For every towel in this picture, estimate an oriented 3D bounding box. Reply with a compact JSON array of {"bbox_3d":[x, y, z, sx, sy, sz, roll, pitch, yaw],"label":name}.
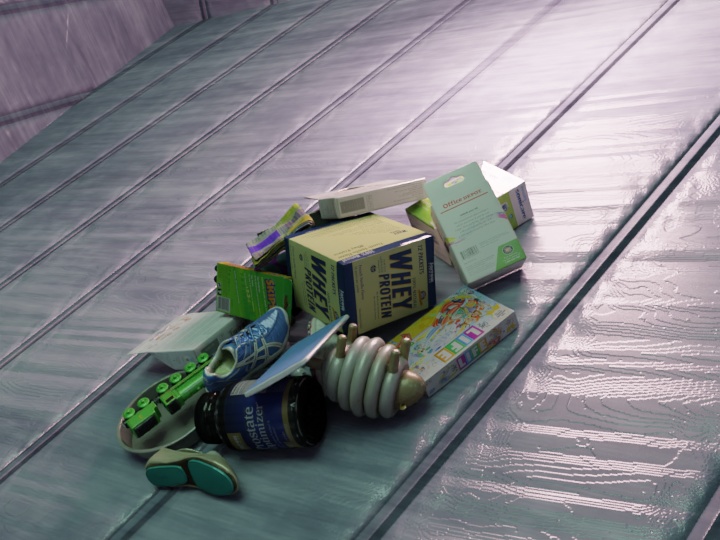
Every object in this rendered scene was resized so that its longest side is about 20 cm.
[{"bbox_3d":[-0.159,-0.069,1.667,0.143,0.023,0.200,-39,18,0],"label":"towel"}]

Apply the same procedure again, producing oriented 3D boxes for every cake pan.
[{"bbox_3d":[-0.336,0.258,1.529,0.198,0.037,0.201,-17,32,11],"label":"cake pan"}]

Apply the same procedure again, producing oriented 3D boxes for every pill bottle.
[{"bbox_3d":[-0.162,0.231,1.383,0.198,0.113,0.112,-9,34,24],"label":"pill bottle"}]

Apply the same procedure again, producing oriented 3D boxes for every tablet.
[{"bbox_3d":[-0.097,0.133,1.364,0.130,0.014,0.200,-32,6,25],"label":"tablet"}]

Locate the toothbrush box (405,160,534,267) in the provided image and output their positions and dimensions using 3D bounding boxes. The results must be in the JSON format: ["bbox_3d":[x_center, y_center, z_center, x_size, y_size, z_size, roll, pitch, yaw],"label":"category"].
[{"bbox_3d":[0.211,-0.113,1.675,0.199,0.087,0.146,-30,32,-12],"label":"toothbrush box"}]

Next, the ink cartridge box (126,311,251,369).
[{"bbox_3d":[-0.334,0.137,1.679,0.198,0.048,0.160,-8,22,36],"label":"ink cartridge box"}]

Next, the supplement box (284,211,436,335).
[{"bbox_3d":[0.000,0.000,1.546,0.199,0.136,0.199,-19,25,-31],"label":"supplement box"}]

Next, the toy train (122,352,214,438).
[{"bbox_3d":[-0.327,0.218,1.511,0.199,0.042,0.056,-37,44,-21],"label":"toy train"}]

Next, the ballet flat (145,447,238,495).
[{"bbox_3d":[-0.260,0.313,1.377,0.198,0.070,0.070,-1,38,32],"label":"ballet flat"}]

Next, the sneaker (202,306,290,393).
[{"bbox_3d":[-0.195,0.139,1.491,0.075,0.077,0.200,28,66,26],"label":"sneaker"}]

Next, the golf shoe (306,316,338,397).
[{"bbox_3d":[-0.046,0.147,1.486,0.090,0.076,0.201,-7,34,-3],"label":"golf shoe"}]

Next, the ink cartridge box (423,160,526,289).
[{"bbox_3d":[0.200,-0.080,1.538,0.116,0.067,0.202,-23,75,-1],"label":"ink cartridge box"}]

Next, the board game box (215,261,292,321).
[{"bbox_3d":[-0.196,0.046,1.608,0.199,0.097,0.030,12,14,40],"label":"board game box"}]

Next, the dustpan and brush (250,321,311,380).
[{"bbox_3d":[-0.162,0.161,1.556,0.199,0.058,0.140,6,43,49],"label":"dustpan and brush"}]

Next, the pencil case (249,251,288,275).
[{"bbox_3d":[-0.125,-0.014,1.750,0.198,0.085,0.093,-26,44,-4],"label":"pencil case"}]

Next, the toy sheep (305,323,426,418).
[{"bbox_3d":[0.008,0.162,1.344,0.198,0.139,0.138,16,45,20],"label":"toy sheep"}]

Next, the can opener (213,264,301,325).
[{"bbox_3d":[-0.201,0.039,1.676,0.199,0.064,0.079,30,31,13],"label":"can opener"}]

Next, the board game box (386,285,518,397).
[{"bbox_3d":[0.145,0.113,1.429,0.199,0.034,0.134,-35,34,-18],"label":"board game box"}]

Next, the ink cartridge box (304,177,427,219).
[{"bbox_3d":[0.009,-0.144,1.709,0.198,0.045,0.176,-14,9,-22],"label":"ink cartridge box"}]

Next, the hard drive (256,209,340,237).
[{"bbox_3d":[-0.106,-0.091,1.822,0.198,0.038,0.140,-20,-7,11],"label":"hard drive"}]
